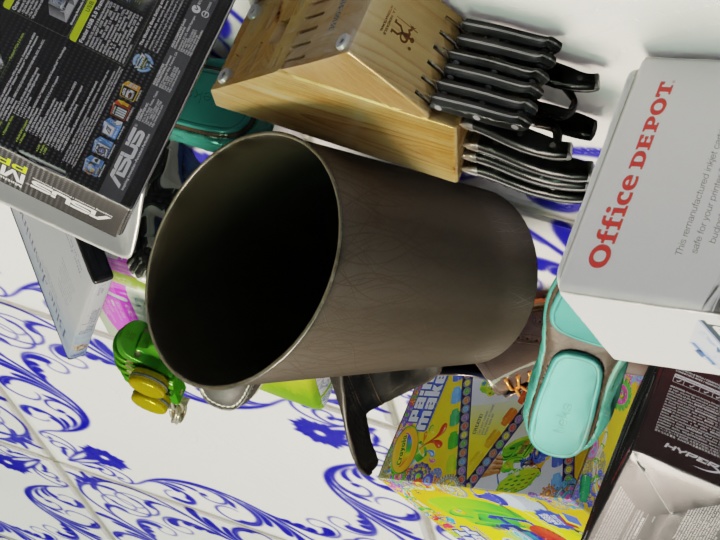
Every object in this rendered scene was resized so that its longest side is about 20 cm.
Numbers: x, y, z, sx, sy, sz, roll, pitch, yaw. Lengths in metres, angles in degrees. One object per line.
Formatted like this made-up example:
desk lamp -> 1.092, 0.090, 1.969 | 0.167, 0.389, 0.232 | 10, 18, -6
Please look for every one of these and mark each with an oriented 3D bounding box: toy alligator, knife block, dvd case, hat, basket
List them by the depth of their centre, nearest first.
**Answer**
knife block -> 0.037, -0.093, 1.139 | 0.175, 0.064, 0.200 | 37, 155, -29
basket -> 0.000, 0.000, 1.216 | 0.200, 0.136, 0.180 | 4, 148, -44
hat -> 0.012, 0.034, 1.375 | 0.081, 0.201, 0.201 | -15, 153, 0
dvd case -> -0.226, -0.026, 1.493 | 0.143, 0.018, 0.200 | 67, 161, 12
toy alligator -> -0.163, 0.076, 1.553 | 0.054, 0.059, 0.200 | 21, 160, 4

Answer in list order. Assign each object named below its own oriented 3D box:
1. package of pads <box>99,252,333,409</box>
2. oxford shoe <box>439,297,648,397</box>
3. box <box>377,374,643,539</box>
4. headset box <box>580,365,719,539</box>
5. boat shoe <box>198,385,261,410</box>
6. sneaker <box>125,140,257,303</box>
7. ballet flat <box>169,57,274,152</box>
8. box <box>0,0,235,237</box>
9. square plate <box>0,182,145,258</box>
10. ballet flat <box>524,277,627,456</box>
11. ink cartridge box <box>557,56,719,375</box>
package of pads -> -0.114, 0.027, 1.564 | 0.199, 0.068, 0.155 | 18, 159, 11
oxford shoe -> 0.127, 0.059, 1.388 | 0.200, 0.073, 0.071 | 7, 154, 35
box -> 0.159, 0.157, 1.520 | 0.192, 0.122, 0.200 | 0, 149, 46
headset box -> 0.202, 0.101, 1.234 | 0.077, 0.200, 0.149 | 23, 136, 5
boat shoe -> -0.093, 0.026, 1.432 | 0.072, 0.066, 0.201 | 19, 127, 7
sneaker -> -0.113, -0.025, 1.329 | 0.089, 0.079, 0.200 | 36, -166, -27
ballet flat -> -0.143, -0.116, 1.273 | 0.200, 0.068, 0.070 | 19, 172, 17
box -> -0.152, -0.140, 1.036 | 0.160, 0.200, 0.044 | 25, 157, -6
square plate -> -0.205, -0.127, 1.229 | 0.198, 0.028, 0.200 | 24, 126, 9
ballet flat -> 0.147, 0.031, 1.272 | 0.067, 0.070, 0.200 | 17, 133, 2
ink cartridge box -> 0.220, -0.023, 1.007 | 0.200, 0.147, 0.086 | 7, 155, 37
